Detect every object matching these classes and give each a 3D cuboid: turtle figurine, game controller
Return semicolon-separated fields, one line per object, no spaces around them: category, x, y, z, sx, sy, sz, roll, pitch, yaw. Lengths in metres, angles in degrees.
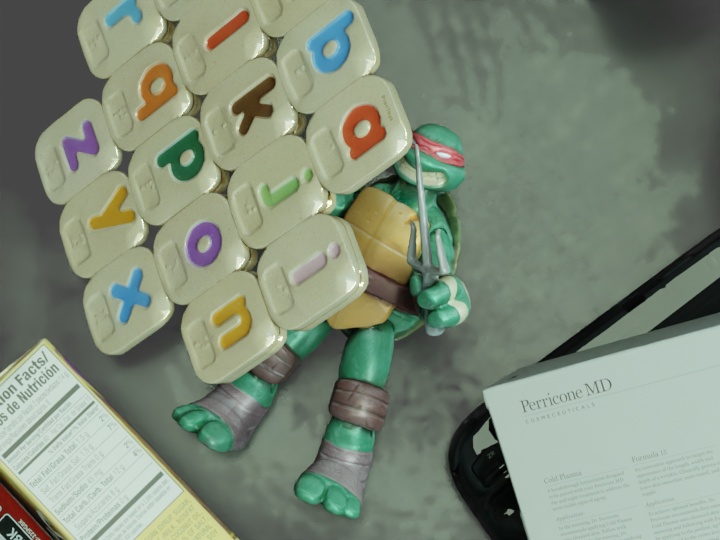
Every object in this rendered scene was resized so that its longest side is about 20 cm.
turtle figurine;0.000;0.000;0.995;0.149;0.100;0.201;28;97;37
game controller;0.141;0.065;1.026;0.199;0.042;0.105;-36;99;-5

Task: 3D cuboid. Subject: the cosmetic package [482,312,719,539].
cosmetic package;0.167;0.093;0.934;0.199;0.052;0.152;-17;94;27

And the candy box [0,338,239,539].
candy box;-0.088;0.127;0.969;0.056;0.117;0.200;-42;84;-13

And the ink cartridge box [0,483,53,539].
ink cartridge box;-0.215;0.160;0.929;0.200;0.084;0.176;49;64;-13

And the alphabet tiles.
alphabet tiles;-0.065;-0.056;0.986;0.195;0.015;0.201;-35;64;30
